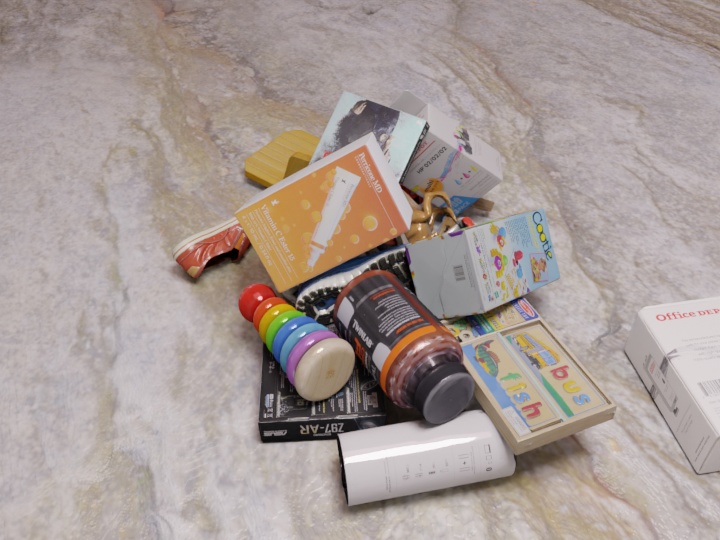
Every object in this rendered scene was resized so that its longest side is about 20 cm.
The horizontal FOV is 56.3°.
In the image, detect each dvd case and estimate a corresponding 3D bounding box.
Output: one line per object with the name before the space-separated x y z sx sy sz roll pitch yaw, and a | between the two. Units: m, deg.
dvd case | -0.004 -0.151 0.989 0.145 0.022 0.202 24 87 19

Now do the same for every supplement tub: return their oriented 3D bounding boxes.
supplement tub | 0.052 0.091 0.811 0.106 0.108 0.200 -20 39 -20

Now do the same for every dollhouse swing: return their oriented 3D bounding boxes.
dollhouse swing | -0.092 -0.229 1.207 0.175 0.182 0.200 38 52 10

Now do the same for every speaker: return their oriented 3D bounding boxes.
speaker | 0.072 0.213 0.774 0.197 0.082 0.082 -8 43 -8

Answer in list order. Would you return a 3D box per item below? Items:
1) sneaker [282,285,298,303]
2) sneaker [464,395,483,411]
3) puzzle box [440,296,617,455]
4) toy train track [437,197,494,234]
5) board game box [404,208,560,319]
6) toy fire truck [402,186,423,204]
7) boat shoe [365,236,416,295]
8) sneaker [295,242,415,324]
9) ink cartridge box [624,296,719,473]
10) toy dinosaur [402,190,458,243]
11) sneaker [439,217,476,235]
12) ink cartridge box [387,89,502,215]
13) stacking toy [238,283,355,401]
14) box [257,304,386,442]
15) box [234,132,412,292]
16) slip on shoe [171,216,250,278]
sneaker | -0.088 -0.021 1.038 0.114 0.074 0.200 -19 46 -24
sneaker | 0.156 0.094 0.893 0.088 0.076 0.201 27 47 1
puzzle box | 0.191 0.116 0.805 0.132 0.026 0.201 -15 41 -17
toy train track | 0.157 -0.088 1.144 0.113 0.033 0.201 20 51 11
board game box | 0.169 -0.011 0.909 0.102 0.106 0.199 -13 2 45
toy fire truck | 0.016 -0.122 1.093 0.199 0.142 0.049 -35 52 -19
boat shoe | 0.049 0.022 0.991 0.062 0.072 0.201 -14 46 0
sneaker | 0.000 0.000 0.933 0.198 0.079 0.090 -18 36 -1
ink cartridge box | 0.450 0.137 0.849 0.145 0.083 0.201 -7 43 -6
toy dinosaur | 0.079 -0.079 0.972 0.105 0.060 0.202 -26 76 5
sneaker | 0.187 -0.040 1.039 0.197 0.094 0.071 -15 44 -15
ink cartridge box | 0.113 -0.180 1.063 0.199 0.115 0.068 28 46 -25
stacking toy | -0.095 0.076 0.865 0.085 0.086 0.200 -27 44 -26
box | -0.051 0.127 0.896 0.158 0.044 0.201 -3 42 -3
box | -0.045 -0.077 0.899 0.198 0.125 0.098 -26 15 15
slip on shoe | -0.205 -0.046 1.082 0.199 0.074 0.062 -31 84 -37
